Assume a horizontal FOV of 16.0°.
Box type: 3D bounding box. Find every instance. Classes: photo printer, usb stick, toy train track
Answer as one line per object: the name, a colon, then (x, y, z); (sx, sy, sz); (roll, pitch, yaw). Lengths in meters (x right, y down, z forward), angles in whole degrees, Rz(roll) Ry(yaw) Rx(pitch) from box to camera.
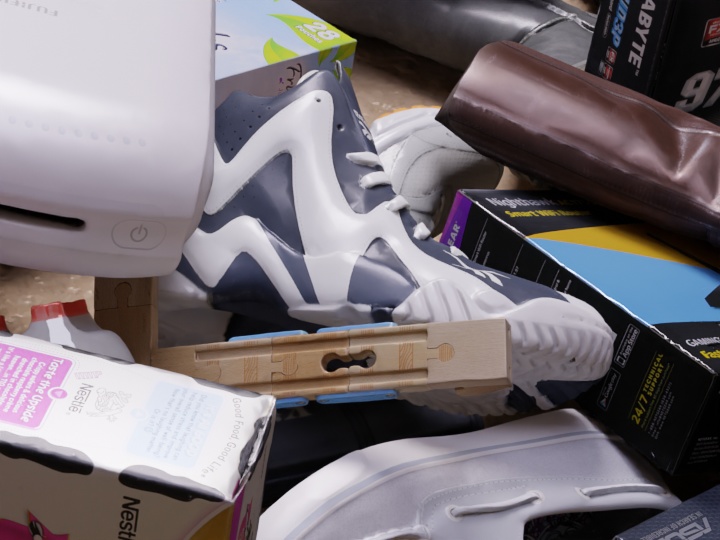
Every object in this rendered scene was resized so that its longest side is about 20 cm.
photo printer: (-0.134, -0.073, 0.944); (0.166, 0.070, 0.200); (14, 30, -10)
usb stick: (-0.046, 0.069, 0.991); (0.200, 0.033, 0.055); (-10, 44, -27)
toy train track: (-0.042, 0.041, 0.932); (0.200, 0.033, 0.115); (-6, 69, 14)

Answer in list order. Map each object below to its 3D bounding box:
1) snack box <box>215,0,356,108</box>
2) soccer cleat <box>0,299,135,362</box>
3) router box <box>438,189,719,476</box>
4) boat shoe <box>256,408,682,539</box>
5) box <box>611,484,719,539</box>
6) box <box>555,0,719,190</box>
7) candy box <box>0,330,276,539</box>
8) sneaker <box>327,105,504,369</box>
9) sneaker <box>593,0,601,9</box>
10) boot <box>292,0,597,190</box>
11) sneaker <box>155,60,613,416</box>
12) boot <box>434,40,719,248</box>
snack box: (-0.131, -0.095, 1.196); (0.200, 0.068, 0.169); (-20, 42, -41)
soccer cleat: (-0.172, 0.065, 0.908); (0.200, 0.078, 0.069); (-12, -2, 15)
router box: (0.146, 0.021, 1.062); (0.200, 0.051, 0.149); (-1, 30, -46)
boat shoe: (0.039, 0.106, 0.934); (0.200, 0.072, 0.068); (-7, 32, -42)
box: (0.208, 0.127, 0.954); (0.200, 0.051, 0.158); (-20, 45, -37)
box: (0.191, -0.104, 1.213); (0.200, 0.159, 0.046); (-16, 41, -36)
candy box: (-0.136, 0.087, 0.843); (0.200, 0.137, 0.061); (12, 34, 5)
sneaker: (0.000, 0.000, 1.091); (0.200, 0.076, 0.092); (-29, 56, -35)
sneaker: (0.121, -0.196, 1.436); (0.104, 0.060, 0.200); (16, 27, 8)
boot: (0.045, -0.119, 1.278); (0.200, 0.073, 0.182); (31, 23, 18)
sneaker: (0.007, -0.022, 0.996); (0.199, 0.080, 0.130); (6, 62, 17)
boot: (0.141, -0.056, 1.105); (0.200, 0.064, 0.186); (20, 16, 16)
